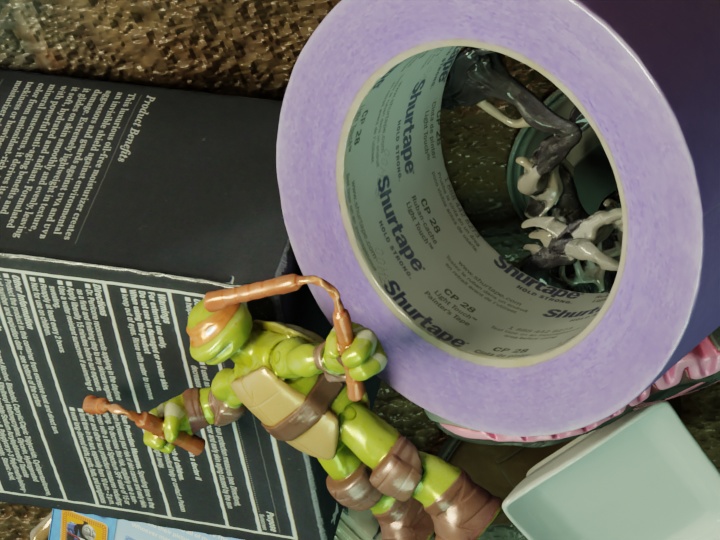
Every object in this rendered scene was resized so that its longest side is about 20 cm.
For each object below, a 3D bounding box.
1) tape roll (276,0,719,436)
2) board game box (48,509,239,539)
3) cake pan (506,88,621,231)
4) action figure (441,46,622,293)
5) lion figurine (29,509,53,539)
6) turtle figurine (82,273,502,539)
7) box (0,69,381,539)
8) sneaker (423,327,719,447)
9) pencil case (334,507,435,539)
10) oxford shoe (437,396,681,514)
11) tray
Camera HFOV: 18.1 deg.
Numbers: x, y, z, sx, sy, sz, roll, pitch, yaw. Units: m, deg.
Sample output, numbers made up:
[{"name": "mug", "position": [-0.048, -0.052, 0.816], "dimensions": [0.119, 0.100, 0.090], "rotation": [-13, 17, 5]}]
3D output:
[{"name": "tape roll", "position": [0.068, -0.039, 0.940], "dimensions": [0.200, 0.201, 0.085], "rotation": [-37, 176, 38]}, {"name": "board game box", "position": [-0.104, 0.151, 1.285], "dimensions": [0.150, 0.037, 0.201], "rotation": [21, 123, 15]}, {"name": "cake pan", "position": [0.175, -0.043, 1.153], "dimensions": [0.198, 0.037, 0.201], "rotation": [-2, 145, -2]}, {"name": "action figure", "position": [0.114, -0.035, 1.037], "dimensions": [0.102, 0.119, 0.201], "rotation": [-10, 118, 44]}, {"name": "lion figurine", "position": [-0.138, 0.163, 1.391], "dimensions": [0.121, 0.073, 0.201], "rotation": [-10, 141, -4]}, {"name": "turtle figurine", "position": [-0.025, 0.062, 0.960], "dimensions": [0.161, 0.065, 0.200], "rotation": [44, 142, -15]}, {"name": "box", "position": [-0.103, 0.020, 1.084], "dimensions": [0.197, 0.124, 0.201], "rotation": [8, 140, 15]}, {"name": "sneaker", "position": [0.126, 0.050, 1.171], "dimensions": [0.198, 0.080, 0.095], "rotation": [-15, 162, -8]}, {"name": "pencil case", "position": [0.005, 0.162, 1.347], "dimensions": [0.078, 0.090, 0.200], "rotation": [-39, 119, 11]}, {"name": "oxford shoe", "position": [0.108, 0.115, 1.334], "dimensions": [0.072, 0.085, 0.200], "rotation": [19, 141, -32]}, {"name": "tray", "position": [0.150, 0.131, 1.277], "dimensions": [0.107, 0.022, 0.200], "rotation": [-33, 147, 6]}]
